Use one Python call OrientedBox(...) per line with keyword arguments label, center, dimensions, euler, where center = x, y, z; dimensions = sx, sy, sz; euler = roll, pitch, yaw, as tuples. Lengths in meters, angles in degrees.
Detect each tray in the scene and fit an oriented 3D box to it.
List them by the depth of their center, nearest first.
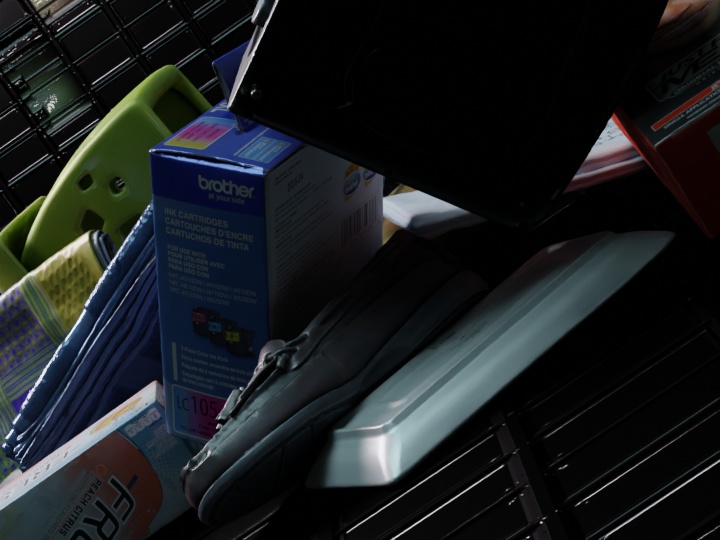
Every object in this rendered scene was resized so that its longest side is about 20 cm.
OrientedBox(label="tray", center=(0.059, 0.038, 1.006), dimensions=(0.200, 0.022, 0.107), euler=(-39, 9, -24))

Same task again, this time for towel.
OrientedBox(label="towel", center=(-0.136, 0.047, 1.276), dimensions=(0.201, 0.048, 0.112), euler=(-59, -24, -2))
OrientedBox(label="towel", center=(-0.213, 0.073, 1.424), dimensions=(0.200, 0.144, 0.023), euler=(-31, -6, 31))

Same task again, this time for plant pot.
OrientedBox(label="plant pot", center=(-0.153, -0.013, 1.512), dimensions=(0.181, 0.200, 0.199), euler=(-39, 8, 11))

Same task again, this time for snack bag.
OrientedBox(label="snack bag", center=(0.104, -0.061, 1.189), dimensions=(0.199, 0.022, 0.189), euler=(-18, 9, -5))

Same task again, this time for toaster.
OrientedBox(label="toaster", center=(0.054, -0.136, 1.003), dimensions=(0.119, 0.199, 0.181), euler=(-94, 28, -64))

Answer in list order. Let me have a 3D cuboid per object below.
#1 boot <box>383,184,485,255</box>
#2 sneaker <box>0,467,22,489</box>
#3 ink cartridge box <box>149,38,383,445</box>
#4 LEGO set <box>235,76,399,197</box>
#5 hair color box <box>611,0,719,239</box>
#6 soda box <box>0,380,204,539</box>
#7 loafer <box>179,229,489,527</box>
OrientedBox(label="boot", center=(0.000, 0.000, 1.302), dimensions=(0.174, 0.066, 0.200), euler=(-17, 16, 23))
OrientedBox(label="sneaker", center=(-0.267, 0.176, 1.281), dimensions=(0.074, 0.081, 0.200), euler=(-26, 12, 42))
OrientedBox(label="ink cartridge box", center=(-0.046, -0.020, 1.096), dimensions=(0.076, 0.201, 0.136), euler=(13, 28, 23))
OrientedBox(label="LEGO set", center=(-0.004, -0.082, 1.480), dimensions=(0.154, 0.199, 0.117), euler=(131, 150, -70))
OrientedBox(label="hair color box", center=(0.177, -0.098, 1.036), dimensions=(0.101, 0.061, 0.200), euler=(-34, 21, 5))
OrientedBox(label="soda box", center=(-0.177, 0.148, 1.160), dimensions=(0.200, 0.064, 0.068), euler=(-36, 9, 0))
OrientedBox(label="loafer", center=(-0.022, 0.052, 1.039), dimensions=(0.200, 0.063, 0.072), euler=(-37, -20, -27))
